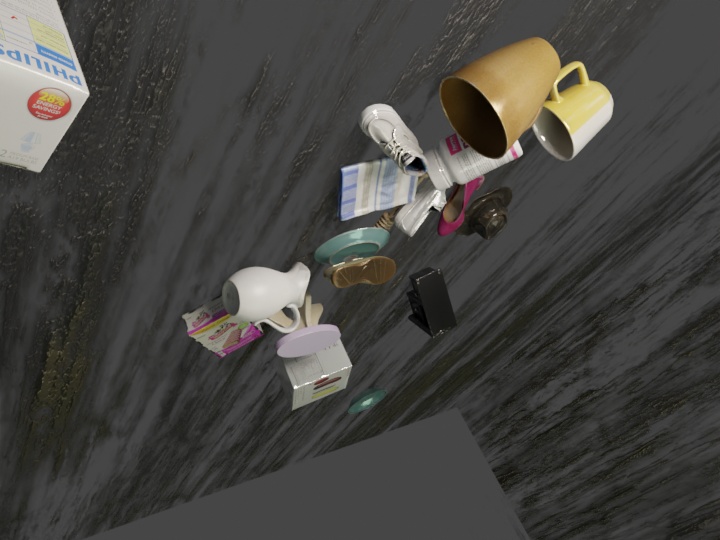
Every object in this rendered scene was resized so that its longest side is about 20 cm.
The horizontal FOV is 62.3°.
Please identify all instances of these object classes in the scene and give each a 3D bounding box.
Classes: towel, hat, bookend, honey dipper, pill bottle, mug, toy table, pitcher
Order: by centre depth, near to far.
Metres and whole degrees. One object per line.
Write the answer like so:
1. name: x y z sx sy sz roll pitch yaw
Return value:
1. pill bottle: 0.241 -0.259 1.302 0.198 0.115 0.113 -25 157 18
2. towel: 0.043 -0.187 1.317 0.197 0.024 0.148 -16 141 -20
3. mug: 0.502 -0.369 1.378 0.152 0.150 0.187 -36 162 -5
4. pitcher: -0.219 0.075 1.398 0.198 0.120 0.175 -9 106 -43
5. honey dipper: 0.103 -0.167 1.437 0.038 0.038 0.200 2 138 -47
6. toy table: -0.162 0.155 1.644 0.198 0.118 0.184 3 140 -47
7. hat: 0.369 -0.144 1.705 0.198 0.082 0.202 -25 155 -12
8. bookend: 0.202 0.079 1.891 0.091 0.199 0.203 -23 110 -12

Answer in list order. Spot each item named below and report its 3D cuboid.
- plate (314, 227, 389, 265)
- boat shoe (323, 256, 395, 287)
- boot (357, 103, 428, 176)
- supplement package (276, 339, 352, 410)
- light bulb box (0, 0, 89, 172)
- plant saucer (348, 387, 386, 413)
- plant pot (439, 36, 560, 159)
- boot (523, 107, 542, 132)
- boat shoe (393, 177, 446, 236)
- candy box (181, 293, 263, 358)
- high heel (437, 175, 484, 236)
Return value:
1. plate: -0.018 -0.050 1.482 0.197 0.026 0.201 -16 161 -6
2. boat shoe: 0.000 0.000 1.513 0.197 0.065 0.074 -11 108 -32
3. boot: 0.075 -0.252 1.182 0.073 0.096 0.199 -40 153 22
4. supplement package: -0.152 0.316 1.910 0.197 0.149 0.192 -19 153 -19
5. light bulb box: -0.409 -0.230 0.593 0.125 0.202 0.197 -42 151 25
6. plant saucer: 0.025 0.583 2.708 0.197 0.036 0.201 -24 154 -12
7. plant pot: 0.287 -0.353 1.158 0.199 0.187 0.187 -39 156 -10
8. boot: 0.335 -0.342 1.334 0.074 0.075 0.201 2 144 -31
9. boat shoe: 0.167 -0.166 1.425 0.200 0.068 0.072 -45 168 -7
10. candy box: -0.339 0.139 1.494 0.135 0.062 0.201 -28 154 -2
11. high heel: 0.241 -0.168 1.532 0.095 0.068 0.201 -12 145 -52
